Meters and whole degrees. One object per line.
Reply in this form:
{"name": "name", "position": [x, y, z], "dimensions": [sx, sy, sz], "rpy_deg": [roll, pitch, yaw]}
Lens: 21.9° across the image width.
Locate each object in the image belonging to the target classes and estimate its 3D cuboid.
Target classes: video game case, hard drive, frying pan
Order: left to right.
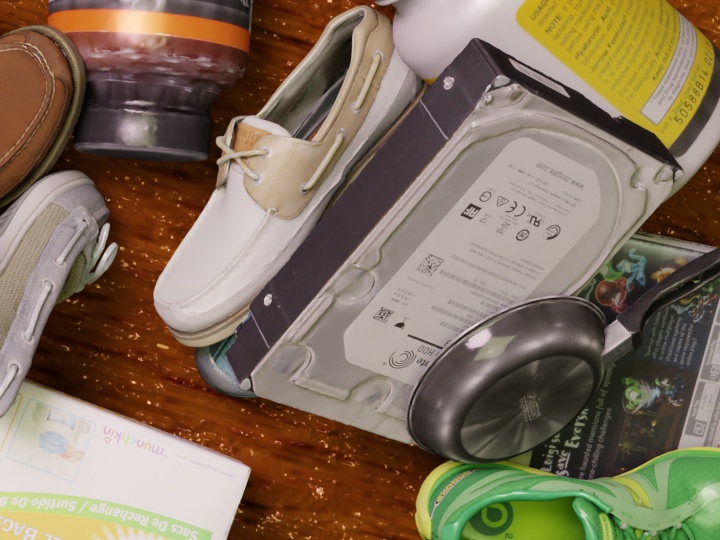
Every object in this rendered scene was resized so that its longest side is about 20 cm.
{"name": "hard drive", "position": [0.044, -0.005, 0.893], "dimensions": [0.140, 0.038, 0.200], "rpy_deg": [23, 118, -41]}
{"name": "frying pan", "position": [0.110, 0.051, 0.942], "dimensions": [0.190, 0.115, 0.031], "rpy_deg": [-12, 49, -23]}
{"name": "video game case", "position": [0.159, 0.082, 0.991], "dimensions": [0.182, 0.023, 0.200], "rpy_deg": [12, 105, -4]}

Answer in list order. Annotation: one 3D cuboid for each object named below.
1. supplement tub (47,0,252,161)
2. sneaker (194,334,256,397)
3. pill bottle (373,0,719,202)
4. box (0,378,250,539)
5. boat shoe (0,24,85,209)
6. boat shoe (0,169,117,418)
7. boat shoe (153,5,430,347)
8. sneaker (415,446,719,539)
{"name": "supplement tub", "position": [-0.106, -0.158, 0.958], "dimensions": [0.107, 0.107, 0.200], "rpy_deg": [3, 90, -4]}
{"name": "sneaker", "position": [0.000, 0.000, 0.968], "dimensions": [0.200, 0.096, 0.079], "rpy_deg": [-31, 91, -4]}
{"name": "pill bottle", "position": [0.087, -0.123, 0.943], "dimensions": [0.200, 0.111, 0.111], "rpy_deg": [37, 87, -22]}
{"name": "box", "position": [-0.165, 0.111, 0.946], "dimensions": [0.200, 0.112, 0.101], "rpy_deg": [21, 84, -5]}
{"name": "boat shoe", "position": [-0.220, -0.047, 0.928], "dimensions": [0.200, 0.068, 0.072], "rpy_deg": [-39, 85, 22]}
{"name": "boat shoe", "position": [-0.165, 0.009, 0.912], "dimensions": [0.065, 0.202, 0.074], "rpy_deg": [43, 110, -7]}
{"name": "boat shoe", "position": [-0.044, -0.053, 0.961], "dimensions": [0.200, 0.075, 0.068], "rpy_deg": [-51, 131, -17]}
{"name": "sneaker", "position": [0.129, 0.136, 0.950], "dimensions": [0.200, 0.084, 0.074], "rpy_deg": [-2, 105, -1]}
